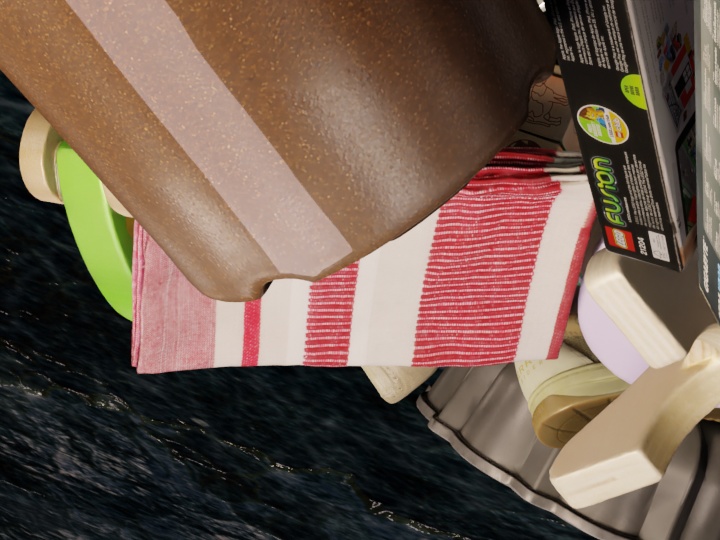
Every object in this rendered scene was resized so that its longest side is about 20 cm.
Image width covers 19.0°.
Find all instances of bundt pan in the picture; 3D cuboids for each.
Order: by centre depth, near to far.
[{"bbox_3d":[0.137,0.085,1.187,0.201,0.076,0.202,26,-170,-5],"label":"bundt pan"}]

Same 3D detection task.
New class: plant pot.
[{"bbox_3d":[-0.049,-0.111,0.691,0.199,0.200,0.199,-4,129,52],"label":"plant pot"}]

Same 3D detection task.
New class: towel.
[{"bbox_3d":[0.000,0.000,0.936,0.198,0.023,0.145,0,142,-7],"label":"towel"}]

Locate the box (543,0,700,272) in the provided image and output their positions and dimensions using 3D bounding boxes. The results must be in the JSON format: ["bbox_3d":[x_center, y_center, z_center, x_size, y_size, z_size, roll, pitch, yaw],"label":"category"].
[{"bbox_3d":[0.108,-0.105,0.759,0.034,0.110,0.201,16,148,29],"label":"box"}]

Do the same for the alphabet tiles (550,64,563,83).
[{"bbox_3d":[0.127,-0.054,1.013,0.199,0.006,0.166,18,166,32],"label":"alphabet tiles"}]

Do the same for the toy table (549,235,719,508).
[{"bbox_3d":[0.166,0.033,0.904,0.184,0.117,0.200,40,134,-11],"label":"toy table"}]

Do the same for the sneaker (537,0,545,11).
[{"bbox_3d":[0.038,-0.141,0.845,0.078,0.080,0.200,32,160,-22],"label":"sneaker"}]

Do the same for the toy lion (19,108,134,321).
[{"bbox_3d":[-0.059,-0.046,1.030,0.068,0.200,0.193,9,136,31],"label":"toy lion"}]

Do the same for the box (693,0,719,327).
[{"bbox_3d":[0.194,-0.061,0.736,0.158,0.046,0.201,-21,144,-4],"label":"box"}]

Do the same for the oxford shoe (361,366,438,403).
[{"bbox_3d":[-0.032,-0.011,1.168,0.200,0.074,0.071,44,-161,16],"label":"oxford shoe"}]

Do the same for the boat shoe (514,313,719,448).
[{"bbox_3d":[0.173,0.039,1.084,0.199,0.064,0.073,-10,150,-14],"label":"boat shoe"}]

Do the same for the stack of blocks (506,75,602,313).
[{"bbox_3d":[0.070,-0.038,1.043,0.114,0.059,0.200,20,167,24],"label":"stack of blocks"}]
